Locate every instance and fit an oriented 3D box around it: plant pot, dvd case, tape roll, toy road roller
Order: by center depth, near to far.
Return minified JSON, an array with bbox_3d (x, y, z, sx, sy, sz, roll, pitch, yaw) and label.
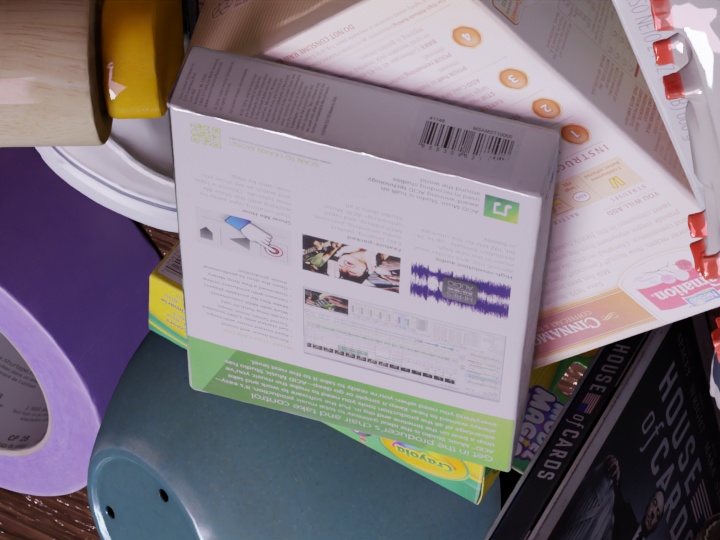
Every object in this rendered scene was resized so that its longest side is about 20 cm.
[{"bbox_3d":[-0.136,-0.140,1.065,0.123,0.200,0.146,-1,110,3],"label":"toy road roller"},{"bbox_3d":[0.109,0.116,1.130,0.025,0.200,0.150,10,138,32],"label":"dvd case"},{"bbox_3d":[-0.051,0.097,1.257,0.200,0.135,0.200,32,137,36],"label":"plant pot"},{"bbox_3d":[-0.197,0.021,1.396,0.200,0.085,0.200,24,143,20],"label":"tape roll"}]

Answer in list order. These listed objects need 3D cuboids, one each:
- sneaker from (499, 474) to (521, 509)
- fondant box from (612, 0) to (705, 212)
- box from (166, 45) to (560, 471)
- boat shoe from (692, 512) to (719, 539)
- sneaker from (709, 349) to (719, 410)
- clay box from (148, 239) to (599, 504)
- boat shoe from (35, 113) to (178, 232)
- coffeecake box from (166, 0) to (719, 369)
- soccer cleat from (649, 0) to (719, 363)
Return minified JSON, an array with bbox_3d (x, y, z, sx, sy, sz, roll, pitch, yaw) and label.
[{"bbox_3d":[0.102,0.146,1.299,0.200,0.072,0.083,9,147,50],"label":"sneaker"},{"bbox_3d":[0.190,-0.093,0.848,0.200,0.058,0.144,-15,126,19],"label":"fondant box"},{"bbox_3d":[0.000,0.000,1.035,0.144,0.036,0.200,15,145,8],"label":"box"},{"bbox_3d":[0.238,0.117,1.124,0.200,0.072,0.072,6,128,21],"label":"boat shoe"},{"bbox_3d":[0.178,0.091,1.057,0.079,0.130,0.199,11,165,-3],"label":"sneaker"},{"bbox_3d":[0.019,0.021,1.176,0.200,0.115,0.048,28,146,14],"label":"clay box"},{"bbox_3d":[-0.132,-0.098,1.206,0.200,0.074,0.067,40,149,-3],"label":"boat shoe"},{"bbox_3d":[0.052,-0.057,1.024,0.200,0.073,0.153,39,141,-27],"label":"coffeecake box"},{"bbox_3d":[0.140,-0.030,0.831,0.077,0.069,0.200,-12,128,5],"label":"soccer cleat"}]
